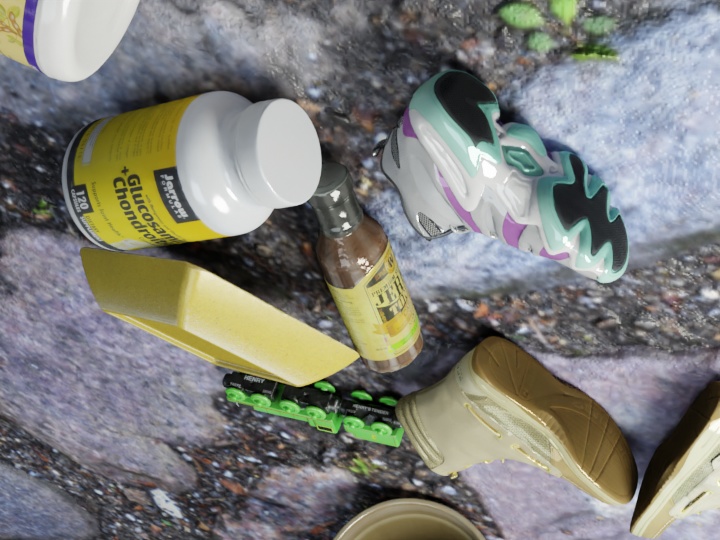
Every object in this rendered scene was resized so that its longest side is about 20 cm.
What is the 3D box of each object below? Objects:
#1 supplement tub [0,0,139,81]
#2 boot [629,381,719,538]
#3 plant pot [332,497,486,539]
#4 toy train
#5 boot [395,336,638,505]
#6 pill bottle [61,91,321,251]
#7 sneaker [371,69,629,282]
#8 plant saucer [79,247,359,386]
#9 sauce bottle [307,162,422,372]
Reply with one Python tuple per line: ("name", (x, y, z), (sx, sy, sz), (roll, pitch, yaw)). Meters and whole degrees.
("supplement tub", (-0.258, -0.233, 0.795), (0.198, 0.146, 0.146), (24, 141, 3))
("boot", (0.331, 0.193, 0.996), (0.153, 0.072, 0.201), (23, 136, 3))
("plant pot", (0.062, 0.372, 1.271), (0.198, 0.202, 0.174), (12, 155, 17))
("toy train", (-0.047, 0.137, 1.171), (0.198, 0.042, 0.057), (11, 149, 19))
("boot", (0.141, 0.159, 1.062), (0.199, 0.073, 0.155), (38, 139, -11))
("pill bottle", (-0.134, -0.080, 0.921), (0.198, 0.113, 0.112), (-7, 131, 34))
("sneaker", (0.096, -0.046, 0.869), (0.200, 0.078, 0.140), (43, 141, -5))
("plant saucer", (-0.133, 0.047, 1.019), (0.199, 0.049, 0.199), (30, 165, -38))
("sauce bottle", (0.000, 0.000, 0.972), (0.064, 0.065, 0.201), (2, 137, 27))
